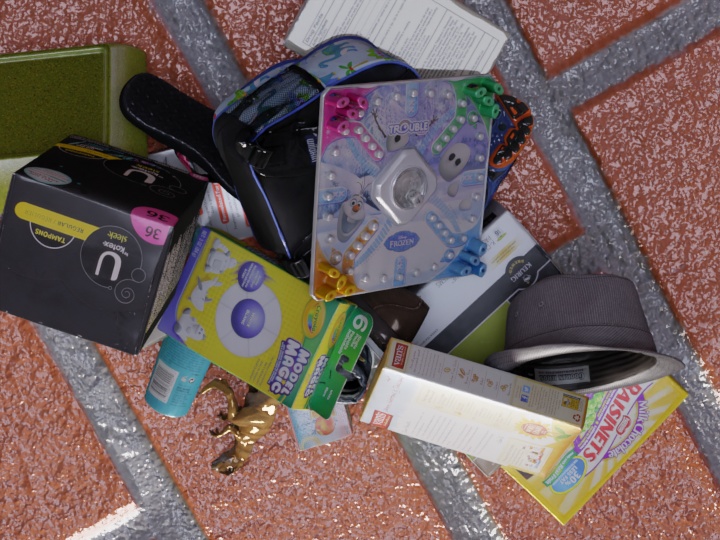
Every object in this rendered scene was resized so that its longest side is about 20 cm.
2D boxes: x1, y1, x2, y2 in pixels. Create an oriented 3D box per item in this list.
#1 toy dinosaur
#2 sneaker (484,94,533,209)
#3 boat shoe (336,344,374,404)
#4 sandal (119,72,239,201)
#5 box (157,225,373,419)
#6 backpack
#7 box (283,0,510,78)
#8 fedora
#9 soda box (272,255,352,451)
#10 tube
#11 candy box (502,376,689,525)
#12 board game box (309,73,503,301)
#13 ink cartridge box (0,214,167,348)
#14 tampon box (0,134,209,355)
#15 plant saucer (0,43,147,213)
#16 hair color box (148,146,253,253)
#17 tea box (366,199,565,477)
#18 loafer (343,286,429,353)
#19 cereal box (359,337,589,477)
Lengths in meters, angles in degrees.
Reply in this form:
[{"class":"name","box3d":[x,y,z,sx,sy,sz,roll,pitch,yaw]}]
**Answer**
[{"class":"toy dinosaur","box3d":[-0.108,0.143,1.676,0.106,0.060,0.200,49,137,10]},{"class":"sneaker","box3d":[0.112,-0.086,1.644,0.075,0.079,0.200,39,81,12]},{"class":"boat shoe","box3d":[-0.079,0.069,1.595,0.198,0.091,0.071,21,107,-4]},{"class":"sandal","box3d":[-0.157,-0.127,1.597,0.199,0.045,0.076,34,60,-13]},{"class":"box","box3d":[-0.092,0.052,1.544,0.199,0.048,0.118,27,96,21]},{"class":"backpack","box3d":[-0.033,-0.124,1.519,0.199,0.147,0.184,-34,128,-14]},{"class":"box","box3d":[0.036,-0.238,1.623,0.199,0.109,0.129,30,98,-5]},{"class":"fedora","box3d":[0.209,0.057,1.509,0.175,0.199,0.091,10,70,-29]},{"class":"soda box","box3d":[-0.064,0.083,1.684,0.063,0.068,0.202,-15,97,1]},{"class":"tube","box3d":[-0.172,0.058,1.661,0.077,0.050,0.202,23,112,-2]},{"class":"candy box","box3d":[0.254,0.171,1.725,0.102,0.026,0.200,42,95,-9]},{"class":"board game box","box3d":[0.046,-0.077,1.484,0.198,0.026,0.202,-9,112,-33]},{"class":"ink cartridge box","box3d":[-0.286,-0.020,1.624,0.198,0.084,0.148,15,105,14]},{"class":"tampon box","box3d":[-0.238,-0.029,1.450,0.148,0.200,0.128,17,105,-2]},{"class":"plant saucer","box3d":[-0.316,-0.155,1.595,0.197,0.048,0.202,-6,55,-1]},{"class":"hair color box","box3d":[-0.115,-0.095,1.663,0.198,0.064,0.112,-14,99,-1]},{"class":"tea box","box3d":[0.137,0.067,1.654,0.200,0.134,0.197,-41,96,4]},{"class":"loafer","box3d":[0.000,0.000,1.587,0.071,0.073,0.200,-38,65,-6]},{"class":"cereal box","box3d":[0.106,0.134,1.530,0.198,0.144,0.040,18,63,-2]}]
